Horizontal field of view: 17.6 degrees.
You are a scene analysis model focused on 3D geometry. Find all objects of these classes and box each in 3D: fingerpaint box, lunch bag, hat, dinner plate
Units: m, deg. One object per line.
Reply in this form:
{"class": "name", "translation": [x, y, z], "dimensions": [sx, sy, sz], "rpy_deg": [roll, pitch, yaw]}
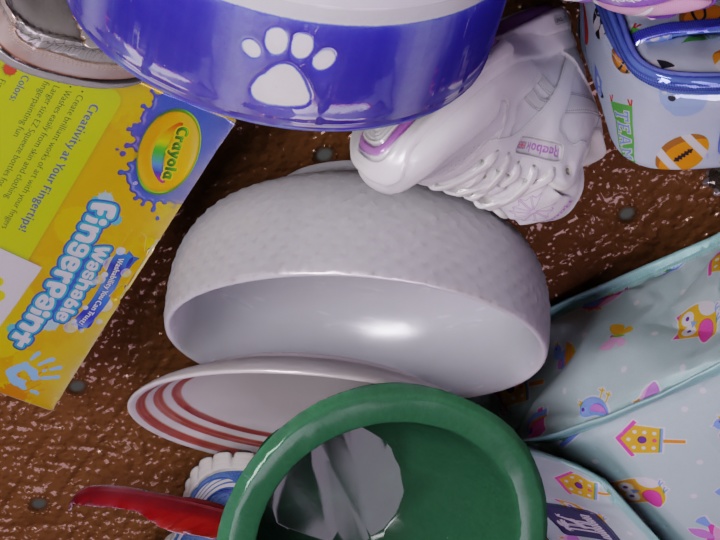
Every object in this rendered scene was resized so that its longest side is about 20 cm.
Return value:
{"class": "fingerpaint box", "translation": [-0.181, -0.048, 1.145], "dimensions": [0.166, 0.074, 0.200], "rpy_deg": [21, 121, -24]}
{"class": "lunch bag", "translation": [0.208, -0.113, 1.116], "dimensions": [0.198, 0.161, 0.076], "rpy_deg": [-5, 129, -6]}
{"class": "hat", "translation": [-0.022, 0.106, 1.229], "dimensions": [0.199, 0.176, 0.167], "rpy_deg": [15, 103, -22]}
{"class": "dinner plate", "translation": [-0.024, 0.074, 1.240], "dimensions": [0.198, 0.024, 0.200], "rpy_deg": [5, 160, 2]}
{"class": "lunch bag", "translation": [0.166, 0.094, 1.295], "dimensions": [0.199, 0.122, 0.170], "rpy_deg": [-28, 129, 23]}

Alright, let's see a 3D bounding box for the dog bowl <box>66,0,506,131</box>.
{"class": "dog bowl", "translation": [-0.030, -0.149, 1.017], "dimensions": [0.198, 0.201, 0.079], "rpy_deg": [4, 129, -14]}

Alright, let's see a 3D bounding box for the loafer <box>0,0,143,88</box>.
{"class": "loafer", "translation": [-0.078, -0.128, 1.079], "dimensions": [0.199, 0.072, 0.063], "rpy_deg": [-3, 158, -35]}

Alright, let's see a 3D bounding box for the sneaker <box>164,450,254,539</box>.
{"class": "sneaker", "translation": [-0.088, 0.192, 1.329], "dimensions": [0.078, 0.090, 0.201], "rpy_deg": [8, 137, -14]}

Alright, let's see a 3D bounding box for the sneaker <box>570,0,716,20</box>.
{"class": "sneaker", "translation": [0.114, -0.149, 1.047], "dimensions": [0.088, 0.200, 0.081], "rpy_deg": [15, 100, -9]}

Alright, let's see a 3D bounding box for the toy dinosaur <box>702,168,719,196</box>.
{"class": "toy dinosaur", "translation": [0.230, -0.076, 1.204], "dimensions": [0.198, 0.077, 0.103], "rpy_deg": [-7, 135, -2]}

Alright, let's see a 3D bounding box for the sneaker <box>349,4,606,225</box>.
{"class": "sneaker", "translation": [0.067, -0.063, 1.101], "dimensions": [0.075, 0.200, 0.100], "rpy_deg": [-22, 96, 34]}

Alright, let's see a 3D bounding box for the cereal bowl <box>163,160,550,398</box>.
{"class": "cereal bowl", "translation": [0.000, 0.000, 1.185], "dimensions": [0.198, 0.084, 0.200], "rpy_deg": [3, 159, 1]}
